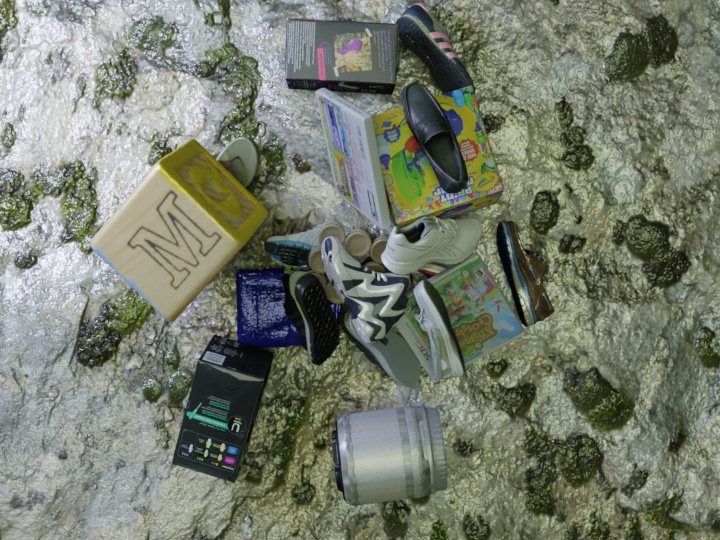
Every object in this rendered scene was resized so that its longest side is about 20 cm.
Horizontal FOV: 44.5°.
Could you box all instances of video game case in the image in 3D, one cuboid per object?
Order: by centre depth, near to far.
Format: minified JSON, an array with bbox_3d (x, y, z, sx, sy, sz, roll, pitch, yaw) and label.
[{"bbox_3d":[-0.012,-0.194,1.506,0.022,0.182,0.203,-23,123,-18],"label":"video game case"},{"bbox_3d":[0.172,0.089,1.600,0.198,0.022,0.183,-30,109,15],"label":"video game case"}]

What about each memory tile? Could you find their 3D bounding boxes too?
[{"bbox_3d":[0.000,0.000,1.577,0.196,0.017,0.155,16,116,-13],"label":"memory tile"}]

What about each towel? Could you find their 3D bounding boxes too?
[{"bbox_3d":[-0.134,0.069,1.626,0.195,0.050,0.151,-1,93,-1],"label":"towel"}]

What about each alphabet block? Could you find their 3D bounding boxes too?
[{"bbox_3d":[-0.307,-0.073,1.514,0.196,0.196,0.200,43,111,-10],"label":"alphabet block"}]

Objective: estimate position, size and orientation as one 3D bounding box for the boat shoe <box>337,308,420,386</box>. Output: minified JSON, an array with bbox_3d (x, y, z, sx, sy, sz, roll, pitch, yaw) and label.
[{"bbox_3d":[0.035,0.139,1.625,0.200,0.056,0.069,47,61,-21],"label":"boat shoe"}]

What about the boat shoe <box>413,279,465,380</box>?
[{"bbox_3d":[0.131,0.111,1.562,0.064,0.075,0.204,-18,120,12],"label":"boat shoe"}]

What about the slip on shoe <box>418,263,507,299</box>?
[{"bbox_3d":[0.175,0.033,1.620,0.197,0.074,0.062,27,96,-7],"label":"slip on shoe"}]

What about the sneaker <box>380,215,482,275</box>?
[{"bbox_3d":[0.131,-0.055,1.518,0.197,0.088,0.075,-19,53,-24],"label":"sneaker"}]

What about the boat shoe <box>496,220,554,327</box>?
[{"bbox_3d":[0.306,-0.002,1.623,0.071,0.072,0.204,-19,104,-5],"label":"boat shoe"}]

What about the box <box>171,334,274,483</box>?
[{"bbox_3d":[-0.244,0.245,1.573,0.122,0.149,0.204,16,104,-2],"label":"box"}]

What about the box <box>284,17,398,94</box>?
[{"bbox_3d":[-0.033,-0.378,1.562,0.195,0.122,0.109,3,93,-2],"label":"box"}]

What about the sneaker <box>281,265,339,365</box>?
[{"bbox_3d":[-0.094,0.075,1.575,0.071,0.082,0.203,-34,131,-32],"label":"sneaker"}]

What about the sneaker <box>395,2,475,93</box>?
[{"bbox_3d":[0.151,-0.399,1.595,0.201,0.070,0.082,49,54,-17],"label":"sneaker"}]

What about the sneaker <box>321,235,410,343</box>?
[{"bbox_3d":[0.021,0.012,1.539,0.128,0.079,0.202,-29,93,-16],"label":"sneaker"}]

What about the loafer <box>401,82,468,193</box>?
[{"bbox_3d":[0.126,-0.227,1.466,0.067,0.070,0.204,-24,82,-2],"label":"loafer"}]

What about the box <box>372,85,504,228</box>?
[{"bbox_3d":[0.128,-0.191,1.559,0.196,0.122,0.197,-17,82,-1],"label":"box"}]

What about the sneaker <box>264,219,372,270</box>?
[{"bbox_3d":[-0.078,-0.053,1.609,0.195,0.075,0.088,4,58,-10],"label":"sneaker"}]

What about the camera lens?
[{"bbox_3d":[0.050,0.333,1.589,0.195,0.160,0.164,-7,94,0],"label":"camera lens"}]

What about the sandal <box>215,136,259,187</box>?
[{"bbox_3d":[-0.261,-0.158,1.604,0.080,0.057,0.201,44,93,-1],"label":"sandal"}]
